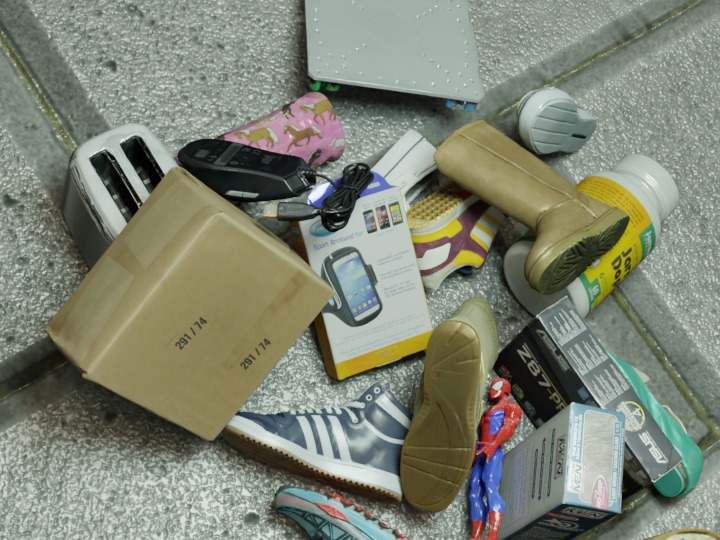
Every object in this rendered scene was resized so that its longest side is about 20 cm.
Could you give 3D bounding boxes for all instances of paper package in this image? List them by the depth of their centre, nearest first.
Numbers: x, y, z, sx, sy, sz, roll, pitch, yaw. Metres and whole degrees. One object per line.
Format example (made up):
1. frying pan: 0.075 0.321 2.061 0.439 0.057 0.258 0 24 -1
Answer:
1. paper package: -0.159 0.037 1.334 0.200 0.190 0.103 -51 43 3

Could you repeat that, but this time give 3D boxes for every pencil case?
1. pencil case: -0.109 -0.120 1.503 0.199 0.086 0.083 -29 103 -23

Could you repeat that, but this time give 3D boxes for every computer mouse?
1. computer mouse: -0.092 -0.075 1.376 0.198 0.046 0.141 9 27 5

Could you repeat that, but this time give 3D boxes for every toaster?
1. toaster: -0.232 -0.061 1.426 0.113 0.129 0.201 -26 77 -23

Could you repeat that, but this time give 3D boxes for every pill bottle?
1. pill bottle: 0.261 -0.038 1.550 0.113 0.113 0.200 46 65 7

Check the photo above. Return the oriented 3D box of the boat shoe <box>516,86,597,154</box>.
1. boat shoe: 0.207 -0.172 1.572 0.062 0.200 0.072 39 102 20

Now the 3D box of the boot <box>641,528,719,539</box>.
1. boot: 0.225 0.290 1.338 0.174 0.200 0.067 2 68 -34

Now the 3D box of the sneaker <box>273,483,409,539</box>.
1. sneaker: -0.010 0.282 1.366 0.199 0.079 0.096 29 79 14

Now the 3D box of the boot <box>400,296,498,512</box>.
1. boot: 0.095 0.134 1.440 0.072 0.155 0.202 9 102 11

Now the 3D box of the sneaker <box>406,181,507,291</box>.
1. sneaker: 0.121 -0.049 1.550 0.199 0.075 0.091 -29 116 -38

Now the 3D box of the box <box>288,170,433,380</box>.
1. box: 0.000 0.000 1.464 0.118 0.041 0.202 -17 99 -20

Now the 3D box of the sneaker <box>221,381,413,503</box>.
1. sneaker: -0.037 0.154 1.420 0.199 0.070 0.109 22 70 -12

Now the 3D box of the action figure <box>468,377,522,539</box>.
1. action figure: 0.130 0.198 1.441 0.051 0.065 0.201 25 55 -11

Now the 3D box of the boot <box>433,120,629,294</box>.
1. boot: 0.155 -0.068 1.443 0.199 0.067 0.175 36 35 23

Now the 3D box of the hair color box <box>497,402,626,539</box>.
1. hair color box: 0.195 0.210 1.385 0.060 0.200 0.101 12 66 -9

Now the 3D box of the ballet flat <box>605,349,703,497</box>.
1. ballet flat: 0.300 0.153 1.518 0.070 0.067 0.201 -25 75 -47

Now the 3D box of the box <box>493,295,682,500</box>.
1. box: 0.229 0.142 1.443 0.049 0.161 0.201 -30 79 -23

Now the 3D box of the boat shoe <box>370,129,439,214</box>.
1. boat shoe: 0.026 -0.072 1.526 0.065 0.074 0.200 36 66 7

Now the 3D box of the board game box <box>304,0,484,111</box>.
1. board game box: 0.033 -0.264 1.595 0.198 0.026 0.201 6 47 -11
